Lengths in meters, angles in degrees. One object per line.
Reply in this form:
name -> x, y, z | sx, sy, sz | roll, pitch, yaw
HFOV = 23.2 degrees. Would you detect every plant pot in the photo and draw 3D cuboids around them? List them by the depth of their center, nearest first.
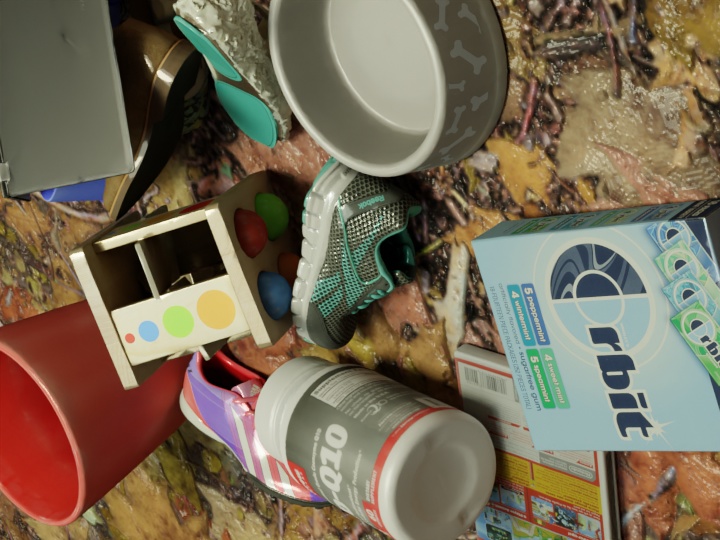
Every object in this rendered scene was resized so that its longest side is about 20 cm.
plant pot -> -0.261, 0.115, 1.668 | 0.200, 0.177, 0.201 | 27, 132, 34

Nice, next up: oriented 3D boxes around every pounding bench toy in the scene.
pounding bench toy -> -0.120, -0.007, 1.488 | 0.156, 0.200, 0.124 | -17, 101, 19

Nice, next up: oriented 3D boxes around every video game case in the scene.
video game case -> 0.142, 0.164, 1.387 | 0.143, 0.017, 0.200 | 16, 125, 41

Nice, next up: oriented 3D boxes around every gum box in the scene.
gum box -> 0.187, 0.043, 1.222 | 0.200, 0.045, 0.170 | -5, 108, 43

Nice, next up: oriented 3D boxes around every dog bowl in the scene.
dog bowl -> 0.012, -0.160, 1.284 | 0.200, 0.059, 0.200 | 27, 133, 34

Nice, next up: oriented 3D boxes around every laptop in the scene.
laptop -> -0.247, -0.159, 1.427 | 0.200, 0.116, 0.188 | -169, 71, -87

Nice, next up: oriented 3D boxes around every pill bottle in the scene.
pill bottle -> 0.006, 0.142, 1.432 | 0.200, 0.114, 0.114 | 20, 129, 50

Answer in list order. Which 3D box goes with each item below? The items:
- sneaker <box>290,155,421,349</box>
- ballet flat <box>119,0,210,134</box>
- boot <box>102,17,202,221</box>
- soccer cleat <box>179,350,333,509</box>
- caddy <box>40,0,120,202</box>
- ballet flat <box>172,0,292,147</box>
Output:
sneaker -> 0.000, 0.000, 1.394 | 0.091, 0.078, 0.200 | 25, 140, 16
ballet flat -> -0.162, -0.200, 1.431 | 0.074, 0.074, 0.200 | 10, 122, 44
boot -> -0.188, -0.124, 1.429 | 0.075, 0.074, 0.200 | 29, 134, 6
soccer cleat -> -0.088, 0.141, 1.589 | 0.200, 0.068, 0.073 | 36, 132, 30
caddy -> -0.240, -0.152, 1.528 | 0.141, 0.105, 0.200 | 35, 127, 50
ballet flat -> -0.083, -0.164, 1.361 | 0.072, 0.072, 0.200 | 38, 170, 24
